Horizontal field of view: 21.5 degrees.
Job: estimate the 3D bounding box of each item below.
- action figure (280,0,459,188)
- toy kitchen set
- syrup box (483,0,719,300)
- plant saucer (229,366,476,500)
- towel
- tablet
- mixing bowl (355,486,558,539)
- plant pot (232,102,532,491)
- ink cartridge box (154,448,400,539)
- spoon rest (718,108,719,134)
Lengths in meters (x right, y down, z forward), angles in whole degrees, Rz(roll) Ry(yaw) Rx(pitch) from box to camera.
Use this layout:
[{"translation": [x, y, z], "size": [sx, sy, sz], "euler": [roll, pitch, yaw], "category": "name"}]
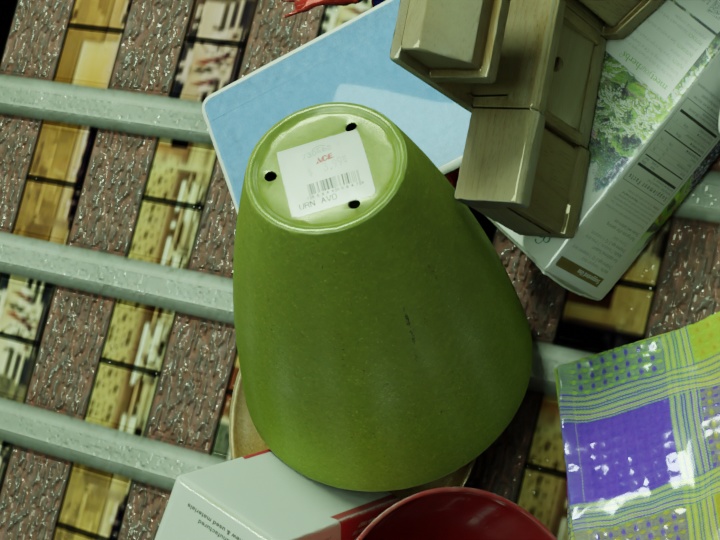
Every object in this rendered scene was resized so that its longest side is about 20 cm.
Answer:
[{"translation": [0.010, -0.132, 1.289], "size": [0.098, 0.065, 0.202], "euler": [-16, 69, 20], "category": "action figure"}, {"translation": [0.138, -0.133, 1.046], "size": [0.179, 0.163, 0.202], "euler": [5, 78, 35], "category": "toy kitchen set"}, {"translation": [0.167, -0.087, 1.165], "size": [0.200, 0.081, 0.079], "euler": [-53, 54, 11], "category": "syrup box"}, {"translation": [0.003, 0.097, 1.253], "size": [0.199, 0.035, 0.202], "euler": [-9, 73, 31], "category": "plant saucer"}, {"translation": [0.181, 0.111, 1.092], "size": [0.143, 0.023, 0.201], "euler": [-19, 45, 23], "category": "towel"}, {"translation": [-0.003, -0.100, 1.244], "size": [0.199, 0.014, 0.131], "euler": [-26, 68, 15], "category": "tablet"}, {"translation": [0.036, 0.237, 1.120], "size": [0.108, 0.199, 0.202], "euler": [-28, 60, 55], "category": "mixing bowl"}, {"translation": [0.000, 0.000, 1.118], "size": [0.185, 0.201, 0.188], "euler": [-6, 54, 8], "category": "plant pot"}, {"translation": [-0.074, 0.220, 1.174], "size": [0.083, 0.144, 0.201], "euler": [30, 110, 26], "category": "ink cartridge box"}, {"translation": [0.294, -0.132, 1.092], "size": [0.199, 0.099, 0.061], "euler": [-35, 87, 7], "category": "spoon rest"}]
